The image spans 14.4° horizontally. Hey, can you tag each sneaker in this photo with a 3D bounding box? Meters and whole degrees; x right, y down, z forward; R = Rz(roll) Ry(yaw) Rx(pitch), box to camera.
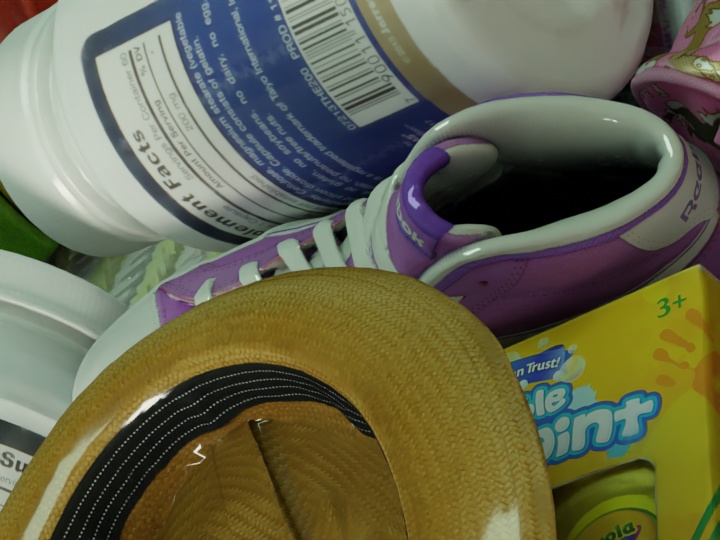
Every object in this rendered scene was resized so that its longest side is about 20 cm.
[{"bbox_3d":[0.000,-0.001,0.780,0.200,0.114,0.073,-20,69,10],"label":"sneaker"}]

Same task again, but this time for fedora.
[{"bbox_3d":[-0.013,0.098,0.668,0.200,0.082,0.201,-22,52,31],"label":"fedora"}]

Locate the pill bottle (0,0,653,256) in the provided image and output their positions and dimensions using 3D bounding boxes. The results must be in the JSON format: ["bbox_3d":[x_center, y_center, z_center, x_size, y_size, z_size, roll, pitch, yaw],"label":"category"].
[{"bbox_3d":[-0.020,-0.069,0.848,0.200,0.111,0.111,-21,46,42],"label":"pill bottle"}]

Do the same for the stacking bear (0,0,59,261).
[{"bbox_3d":[-0.133,-0.056,1.027,0.200,0.121,0.114,-36,37,8],"label":"stacking bear"}]

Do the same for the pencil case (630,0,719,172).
[{"bbox_3d":[0.152,-0.109,0.787,0.083,0.086,0.200,23,79,44],"label":"pencil case"}]

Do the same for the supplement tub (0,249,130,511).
[{"bbox_3d":[-0.136,0.106,0.860,0.140,0.140,0.200,-14,51,39],"label":"supplement tub"}]

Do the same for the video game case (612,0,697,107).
[{"bbox_3d":[0.030,-0.123,0.888,0.182,0.024,0.201,-6,91,43],"label":"video game case"}]

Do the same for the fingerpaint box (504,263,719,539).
[{"bbox_3d":[0.027,0.114,0.740,0.200,0.073,0.167,-24,45,31],"label":"fingerpaint box"}]
